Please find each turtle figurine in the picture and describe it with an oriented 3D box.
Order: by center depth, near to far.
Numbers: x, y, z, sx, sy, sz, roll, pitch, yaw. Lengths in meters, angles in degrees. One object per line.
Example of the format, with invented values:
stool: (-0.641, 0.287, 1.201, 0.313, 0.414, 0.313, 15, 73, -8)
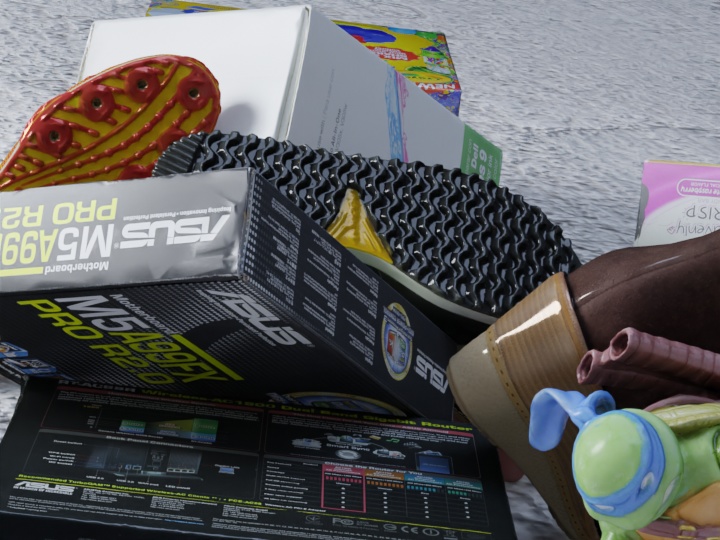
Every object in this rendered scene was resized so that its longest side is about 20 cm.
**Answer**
turtle figurine: (0.157, 0.117, 0.749, 0.200, 0.144, 0.194, 29, 10, 36)

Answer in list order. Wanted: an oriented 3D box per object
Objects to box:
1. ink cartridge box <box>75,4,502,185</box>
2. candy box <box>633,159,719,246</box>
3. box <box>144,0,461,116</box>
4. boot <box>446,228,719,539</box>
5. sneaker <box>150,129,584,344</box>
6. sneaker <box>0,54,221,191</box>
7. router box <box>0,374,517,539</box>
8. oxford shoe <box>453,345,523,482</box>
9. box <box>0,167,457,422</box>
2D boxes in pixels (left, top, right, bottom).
ink cartridge box: (-0.037, -0.059, 1.128, 0.145, 0.088, 0.200, 0, -17, 35)
candy box: (0.261, -0.021, 1.264, 0.136, 0.061, 0.200, 6, -1, 29)
box: (-0.046, -0.087, 1.357, 0.199, 0.123, 0.193, 6, 17, -4)
boot: (0.142, 0.042, 0.852, 0.166, 0.073, 0.200, -26, -31, 15)
sneaker: (0.000, 0.000, 0.946, 0.199, 0.090, 0.070, 14, 55, -7)
sneaker: (-0.150, -0.036, 1.031, 0.073, 0.200, 0.077, 49, 7, -12)
router box: (-0.043, 0.100, 0.808, 0.199, 0.062, 0.150, 7, 16, -2)
oxford shoe: (0.018, 0.009, 1.003, 0.200, 0.075, 0.070, 39, 16, 10)
box: (-0.071, 0.022, 0.859, 0.160, 0.044, 0.200, -3, -21, 24)
